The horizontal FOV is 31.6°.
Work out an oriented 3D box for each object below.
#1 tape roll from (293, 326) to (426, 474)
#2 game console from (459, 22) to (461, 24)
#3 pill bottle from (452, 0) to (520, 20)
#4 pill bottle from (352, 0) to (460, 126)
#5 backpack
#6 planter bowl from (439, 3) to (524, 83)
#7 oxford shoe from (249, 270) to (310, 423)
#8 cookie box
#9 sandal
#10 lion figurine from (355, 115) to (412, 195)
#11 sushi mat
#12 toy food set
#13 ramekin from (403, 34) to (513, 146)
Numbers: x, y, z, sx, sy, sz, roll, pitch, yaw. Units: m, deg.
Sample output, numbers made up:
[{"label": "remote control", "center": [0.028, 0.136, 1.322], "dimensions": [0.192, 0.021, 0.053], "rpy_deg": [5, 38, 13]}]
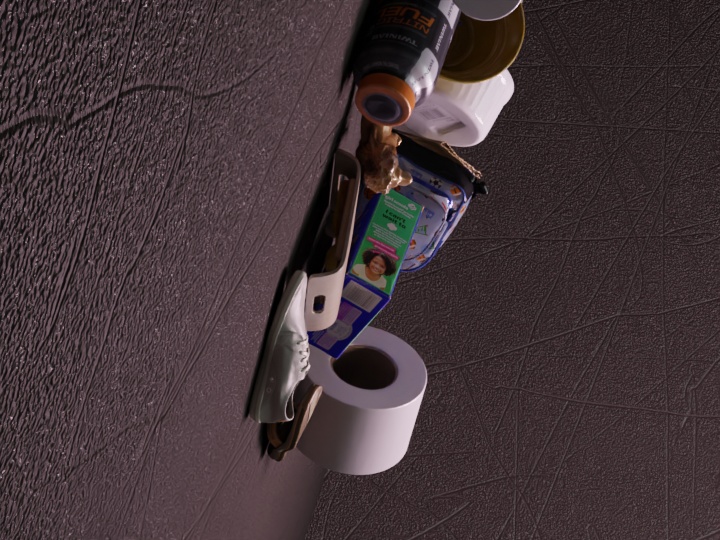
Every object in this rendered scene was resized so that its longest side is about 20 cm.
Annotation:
[{"label": "tape roll", "center": [-0.007, 0.199, 1.983], "dimensions": [0.203, 0.202, 0.140], "rpy_deg": [-67, 172, -55]}, {"label": "game console", "center": [0.199, -0.485, 2.632], "dimensions": [0.118, 0.170, 0.201], "rpy_deg": [19, 87, -59]}, {"label": "pill bottle", "center": [0.168, -0.394, 1.593], "dimensions": [0.200, 0.116, 0.117], "rpy_deg": [-72, 176, -56]}, {"label": "pill bottle", "center": [0.054, -0.273, 1.580], "dimensions": [0.106, 0.106, 0.200], "rpy_deg": [100, 7, -56]}, {"label": "backpack", "center": [0.067, -0.094, 1.992], "dimensions": [0.154, 0.200, 0.191], "rpy_deg": [-49, 168, -52]}, {"label": "planter bowl", "center": [0.129, -0.354, 1.834], "dimensions": [0.083, 0.200, 0.201], "rpy_deg": [151, -42, -70]}, {"label": "oxford shoe", "center": [-0.086, 0.096, 1.542], "dimensions": [0.075, 0.058, 0.201], "rpy_deg": [-50, 154, -73]}, {"label": "cookie box", "center": [0.000, 0.000, 1.835], "dimensions": [0.171, 0.075, 0.200], "rpy_deg": [-50, -166, 45]}, {"label": "sandal", "center": [-0.107, 0.215, 1.806], "dimensions": [0.080, 0.054, 0.200], "rpy_deg": [-64, -174, -31]}, {"label": "lion figurine", "center": [0.025, -0.203, 1.661], "dimensions": [0.123, 0.072, 0.201], "rpy_deg": [-63, 147, -75]}, {"label": "sushi mat", "center": [0.111, -0.194, 2.056], "dimensions": [0.012, 0.096, 0.200], "rpy_deg": [-55, -148, -6]}, {"label": "toy food set", "center": [-0.043, -0.039, 1.648], "dimensions": [0.144, 0.060, 0.201], "rpy_deg": [99, 0, -59]}, {"label": "ramekin", "center": [0.128, -0.278, 1.969], "dimensions": [0.201, 0.200, 0.098], "rpy_deg": [94, 21, -72]}]
